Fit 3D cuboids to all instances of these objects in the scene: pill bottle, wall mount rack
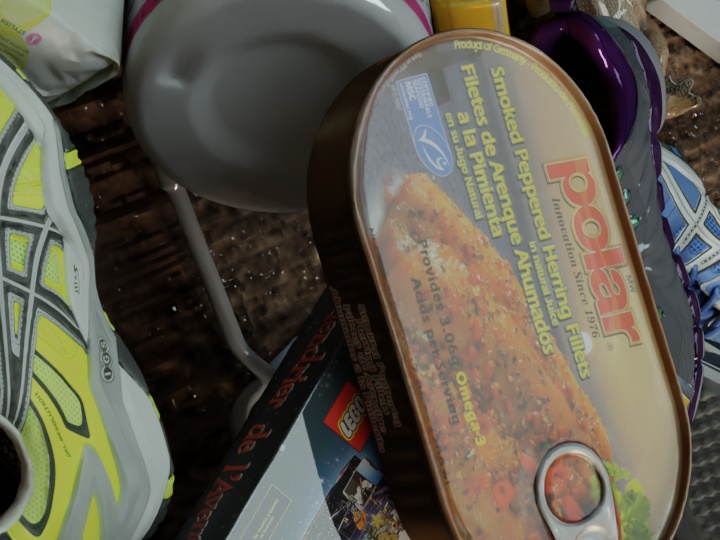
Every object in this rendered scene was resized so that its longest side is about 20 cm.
[{"bbox_3d":[-0.034,-0.128,0.879,0.113,0.113,0.200,38,31,-35],"label":"pill bottle"},{"bbox_3d":[0.000,0.000,0.918,0.174,0.075,0.200,38,36,6],"label":"wall mount rack"}]

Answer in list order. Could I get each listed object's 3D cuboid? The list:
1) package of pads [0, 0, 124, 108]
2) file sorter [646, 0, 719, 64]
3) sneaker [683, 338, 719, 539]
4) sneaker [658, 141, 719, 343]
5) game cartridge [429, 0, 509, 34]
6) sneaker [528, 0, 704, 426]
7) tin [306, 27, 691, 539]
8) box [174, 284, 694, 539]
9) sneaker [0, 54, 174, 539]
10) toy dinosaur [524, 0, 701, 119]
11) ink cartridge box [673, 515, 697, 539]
[{"bbox_3d":[-0.163,-0.156,0.785,0.200,0.068,0.155,29,50,-41],"label":"package of pads"},{"bbox_3d":[0.241,-0.226,1.305,0.139,0.125,0.200,27,52,-42],"label":"file sorter"},{"bbox_3d":[0.171,0.083,1.023,0.079,0.078,0.200,11,27,-50],"label":"sneaker"},{"bbox_3d":[0.155,-0.002,1.099,0.200,0.076,0.077,21,30,-44],"label":"sneaker"},{"bbox_3d":[0.045,-0.125,0.982,0.200,0.032,0.176,80,5,-59],"label":"game cartridge"},{"bbox_3d":[0.096,-0.015,0.980,0.088,0.074,0.200,16,65,-68],"label":"sneaker"},{"bbox_3d":[0.048,0.018,0.785,0.112,0.042,0.200,-17,93,-30],"label":"tin"},{"bbox_3d":[0.022,0.082,0.803,0.137,0.038,0.200,41,63,-21],"label":"box"},{"bbox_3d":[-0.126,0.008,0.742,0.076,0.075,0.200,-28,94,-55],"label":"sneaker"},{"bbox_3d":[0.116,-0.132,1.137,0.136,0.086,0.200,-110,-168,-83],"label":"toy dinosaur"},{"bbox_3d":[0.233,0.195,1.045,0.163,0.057,0.200,49,-4,-25],"label":"ink cartridge box"}]
